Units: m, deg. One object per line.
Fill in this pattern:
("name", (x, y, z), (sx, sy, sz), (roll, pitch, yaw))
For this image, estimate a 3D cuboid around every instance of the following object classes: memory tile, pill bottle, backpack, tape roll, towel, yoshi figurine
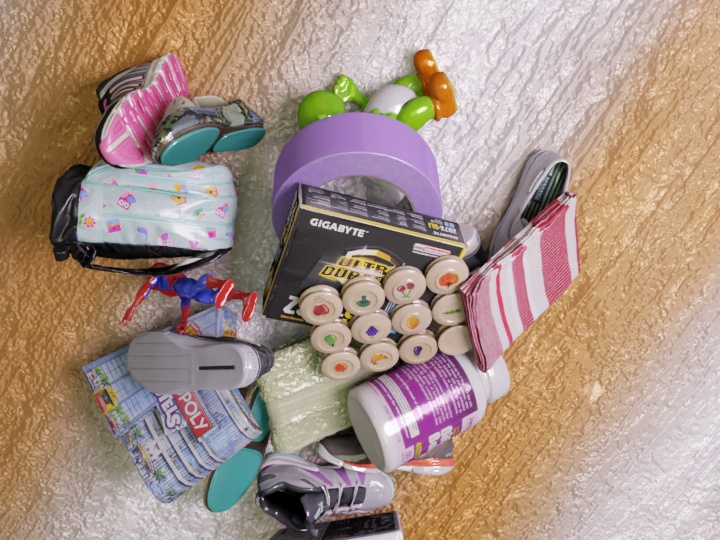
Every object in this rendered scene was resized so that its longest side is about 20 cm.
("memory tile", (0.036, 0.061, 0.763), (0.195, 0.017, 0.155), (-14, 130, 1))
("pill bottle", (0.090, 0.163, 0.838), (0.197, 0.112, 0.115), (-23, 105, -19))
("backpack", (-0.243, -0.070, 0.766), (0.195, 0.167, 0.130), (2, 105, -11))
("tape roll", (-0.004, -0.082, 0.762), (0.195, 0.067, 0.202), (-2, 141, -1))
("towel", (-0.036, 0.144, 0.857), (0.196, 0.036, 0.152), (-18, 107, -19))
("yoshi figurine", (0.007, -0.193, 0.776), (0.197, 0.112, 0.114), (-28, 88, 7))
("towel", (0.202, 0.015, 0.792), (0.199, 0.023, 0.146), (-40, 135, -20))

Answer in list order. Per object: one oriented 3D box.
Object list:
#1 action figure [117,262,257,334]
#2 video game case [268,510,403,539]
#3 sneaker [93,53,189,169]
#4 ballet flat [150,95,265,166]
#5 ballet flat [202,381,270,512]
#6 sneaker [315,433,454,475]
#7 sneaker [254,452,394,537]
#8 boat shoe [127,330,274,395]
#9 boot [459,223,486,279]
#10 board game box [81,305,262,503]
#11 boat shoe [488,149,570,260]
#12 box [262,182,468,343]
("action figure", (-0.215, 0.046, 0.784), (0.065, 0.198, 0.101), (36, 74, -42))
("video game case", (-0.034, 0.352, 0.862), (0.177, 0.200, 0.024), (-9, 76, 0))
("sneaker", (-0.257, -0.172, 0.730), (0.085, 0.202, 0.075), (-12, 130, 15))
("ballet flat", (-0.180, -0.162, 0.730), (0.073, 0.200, 0.076), (5, 104, 18))
("ballet flat", (-0.157, 0.224, 0.882), (0.070, 0.071, 0.203), (24, 93, -8))
("sneaker", (0.036, 0.229, 0.902), (0.195, 0.077, 0.084), (6, 90, -12))
("sneaker", (-0.047, 0.310, 0.871), (0.195, 0.140, 0.080), (6, 98, -4))
("boat shoe", (-0.189, 0.112, 0.771), (0.196, 0.071, 0.074), (3, 86, 29))
("boot", (0.072, 0.020, 0.846), (0.196, 0.073, 0.091), (-21, 123, 14))
("board game box", (-0.221, 0.149, 0.832), (0.198, 0.062, 0.201), (-37, 71, 0))
("boat shoe", (0.213, -0.053, 0.832), (0.072, 0.067, 0.205), (10, 103, -5))
("box", (0.000, 0.000, 0.750), (0.196, 0.050, 0.161), (13, 128, -18))
